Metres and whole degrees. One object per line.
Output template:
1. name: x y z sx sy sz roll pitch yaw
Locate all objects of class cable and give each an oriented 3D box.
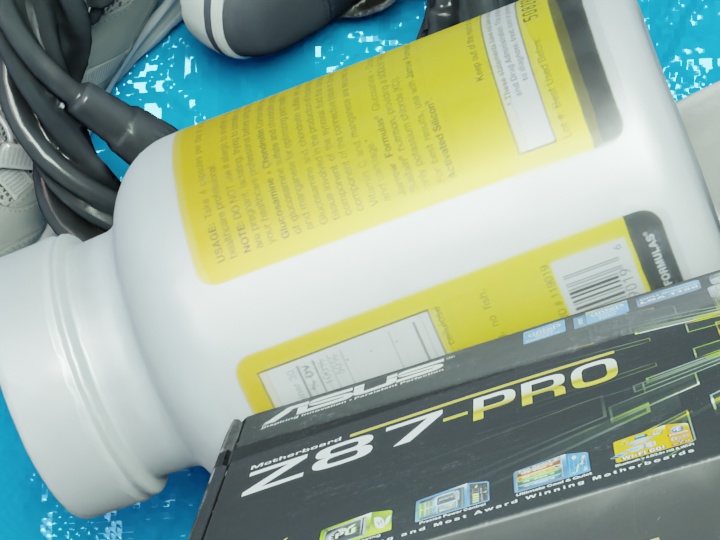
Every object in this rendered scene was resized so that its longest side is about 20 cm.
1. cable: -0.034 -0.086 0.811 0.163 0.051 0.200 -12 113 4

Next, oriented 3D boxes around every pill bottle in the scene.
1. pill bottle: 0.000 0.000 0.760 0.200 0.112 0.112 -20 69 8

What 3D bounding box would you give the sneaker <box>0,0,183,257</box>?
1. sneaker: -0.119 -0.068 0.864 0.075 0.082 0.200 27 80 19

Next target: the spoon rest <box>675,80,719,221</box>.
1. spoon rest: 0.141 -0.037 0.807 0.200 0.061 0.099 -44 69 -4

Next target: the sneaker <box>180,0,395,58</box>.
1. sneaker: 0.028 -0.139 0.856 0.079 0.078 0.200 35 81 26

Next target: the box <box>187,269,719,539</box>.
1. box: 0.061 0.048 0.632 0.200 0.161 0.049 -17 99 7
